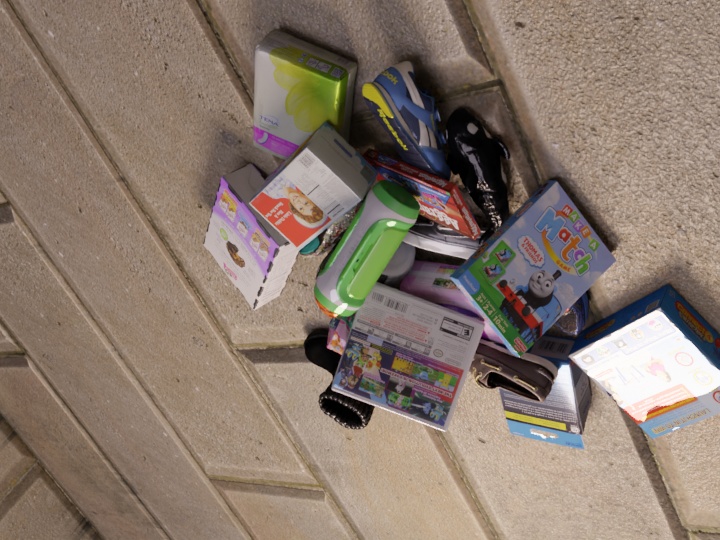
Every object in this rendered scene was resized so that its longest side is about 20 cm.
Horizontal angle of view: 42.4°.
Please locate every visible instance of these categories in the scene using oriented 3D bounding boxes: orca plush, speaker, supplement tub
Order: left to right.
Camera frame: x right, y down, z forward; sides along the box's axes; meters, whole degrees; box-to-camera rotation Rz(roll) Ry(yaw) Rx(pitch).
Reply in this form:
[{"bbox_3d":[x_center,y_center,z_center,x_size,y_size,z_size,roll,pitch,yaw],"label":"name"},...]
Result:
[{"bbox_3d":[0.000,0.000,1.552,0.122,0.123,0.200,39,144,-3],"label":"supplement tub"},{"bbox_3d":[0.008,-0.032,1.388,0.088,0.088,0.202,34,111,3],"label":"speaker"},{"bbox_3d":[0.159,-0.124,1.330,0.104,0.071,0.203,10,125,34],"label":"orca plush"}]

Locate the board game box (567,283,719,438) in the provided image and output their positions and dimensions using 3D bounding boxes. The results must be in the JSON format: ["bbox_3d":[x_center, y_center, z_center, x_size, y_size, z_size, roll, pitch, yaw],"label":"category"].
[{"bbox_3d":[0.451,0.142,1.398,0.196,0.056,0.200,43,141,-7],"label":"board game box"}]

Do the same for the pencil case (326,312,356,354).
[{"bbox_3d":[0.041,0.122,1.513,0.197,0.088,0.088,23,140,0],"label":"pencil case"}]

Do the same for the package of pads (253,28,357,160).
[{"bbox_3d":[-0.090,-0.254,1.424,0.152,0.069,0.202,25,139,14],"label":"package of pads"}]

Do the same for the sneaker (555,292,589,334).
[{"bbox_3d":[0.278,0.021,1.396,0.074,0.079,0.202,-12,120,44],"label":"sneaker"}]

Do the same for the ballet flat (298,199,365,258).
[{"bbox_3d":[-0.046,-0.071,1.571,0.063,0.077,0.200,12,153,-22],"label":"ballet flat"}]

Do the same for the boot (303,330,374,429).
[{"bbox_3d":[-0.047,0.204,1.758,0.208,0.158,0.080,13,136,27],"label":"boot"}]

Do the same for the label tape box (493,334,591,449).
[{"bbox_3d":[0.307,0.199,1.557,0.141,0.066,0.202,8,133,33],"label":"label tape box"}]

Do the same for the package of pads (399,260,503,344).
[{"bbox_3d":[0.172,0.053,1.504,0.197,0.076,0.122,6,139,34],"label":"package of pads"}]

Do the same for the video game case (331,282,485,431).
[{"bbox_3d":[0.074,0.134,1.458,0.196,0.023,0.186,20,98,0],"label":"video game case"}]

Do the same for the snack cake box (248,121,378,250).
[{"bbox_3d":[-0.075,-0.126,1.434,0.115,0.068,0.199,42,142,-12],"label":"snack cake box"}]

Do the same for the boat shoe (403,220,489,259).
[{"bbox_3d":[0.139,-0.060,1.436,0.197,0.071,0.069,15,98,24],"label":"boat shoe"}]

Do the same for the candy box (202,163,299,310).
[{"bbox_3d":[-0.192,-0.057,1.652,0.168,0.071,0.201,50,144,16],"label":"candy box"}]

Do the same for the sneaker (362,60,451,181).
[{"bbox_3d":[0.084,-0.206,1.320,0.074,0.082,0.201,24,155,53],"label":"sneaker"}]

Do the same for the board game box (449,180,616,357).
[{"bbox_3d":[0.246,-0.003,1.316,0.152,0.200,0.037,48,173,-14],"label":"board game box"}]

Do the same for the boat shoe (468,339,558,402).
[{"bbox_3d":[0.215,0.160,1.488,0.197,0.060,0.072,13,148,31],"label":"boat shoe"}]

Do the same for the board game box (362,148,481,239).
[{"bbox_3d":[0.089,-0.115,1.381,0.199,0.019,0.103,30,162,46],"label":"board game box"}]
